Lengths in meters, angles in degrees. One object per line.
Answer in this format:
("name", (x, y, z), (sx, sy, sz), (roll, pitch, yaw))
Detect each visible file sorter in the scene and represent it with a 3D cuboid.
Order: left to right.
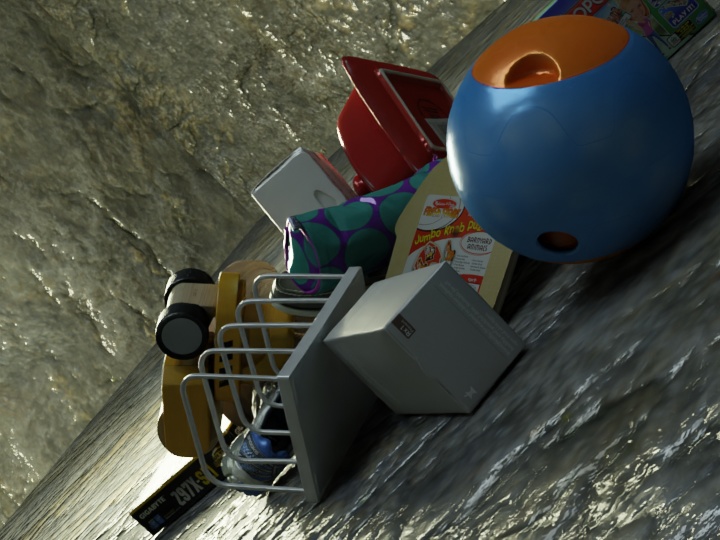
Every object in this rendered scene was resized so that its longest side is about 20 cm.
("file sorter", (-0.074, 0.106, 1.510), (0.124, 0.139, 0.200), (-1, 29, 22))

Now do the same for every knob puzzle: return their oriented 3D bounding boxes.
("knob puzzle", (0.102, -0.036, 1.491), (0.219, 0.030, 0.221), (-32, 48, 42))

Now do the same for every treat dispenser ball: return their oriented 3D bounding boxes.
("treat dispenser ball", (0.169, -0.105, 1.265), (0.201, 0.201, 0.201), (-44, 8, 8))

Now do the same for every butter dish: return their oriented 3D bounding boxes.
("butter dish", (0.048, -0.139, 1.866), (0.200, 0.200, 0.148), (2, -41, -52))

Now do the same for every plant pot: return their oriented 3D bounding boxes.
("plant pot", (-0.100, 0.087, 1.872), (0.092, 0.202, 0.201), (-2, 30, 24))

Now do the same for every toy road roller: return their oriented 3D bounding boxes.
("toy road roller", (-0.145, 0.100, 1.698), (0.123, 0.145, 0.201), (-90, 3, -66))

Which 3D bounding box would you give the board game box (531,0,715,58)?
("board game box", (0.277, -0.267, 1.746), (0.200, 0.135, 0.029), (-43, 9, 19))

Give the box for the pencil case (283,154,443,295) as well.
("pencil case", (0.017, -0.049, 1.619), (0.199, 0.093, 0.085), (-21, -34, -21))

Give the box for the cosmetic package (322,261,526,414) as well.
("cosmetic package", (0.051, 0.063, 1.365), (0.090, 0.107, 0.200), (-48, 10, -18))

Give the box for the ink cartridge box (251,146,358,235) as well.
("ink cartridge box", (-0.042, -0.063, 1.831), (0.083, 0.147, 0.200), (-40, -2, 6))

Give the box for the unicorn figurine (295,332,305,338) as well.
("unicorn figurine", (0.001, 0.046, 1.863), (0.137, 0.074, 0.200), (-46, -8, 9))

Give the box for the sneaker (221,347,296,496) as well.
("sneaker", (-0.077, 0.153, 1.682), (0.085, 0.077, 0.200), (-45, 17, 41))

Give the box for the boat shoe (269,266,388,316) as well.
("boat shoe", (-0.001, -0.002, 1.675), (0.201, 0.072, 0.060), (-11, -43, -12))

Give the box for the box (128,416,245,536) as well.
("box", (-0.193, 0.229, 1.976), (0.200, 0.049, 0.160), (-41, 11, 28))

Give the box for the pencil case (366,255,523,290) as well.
("pencil case", (0.087, 0.000, 1.581), (0.200, 0.078, 0.089), (-40, -1, 31))
